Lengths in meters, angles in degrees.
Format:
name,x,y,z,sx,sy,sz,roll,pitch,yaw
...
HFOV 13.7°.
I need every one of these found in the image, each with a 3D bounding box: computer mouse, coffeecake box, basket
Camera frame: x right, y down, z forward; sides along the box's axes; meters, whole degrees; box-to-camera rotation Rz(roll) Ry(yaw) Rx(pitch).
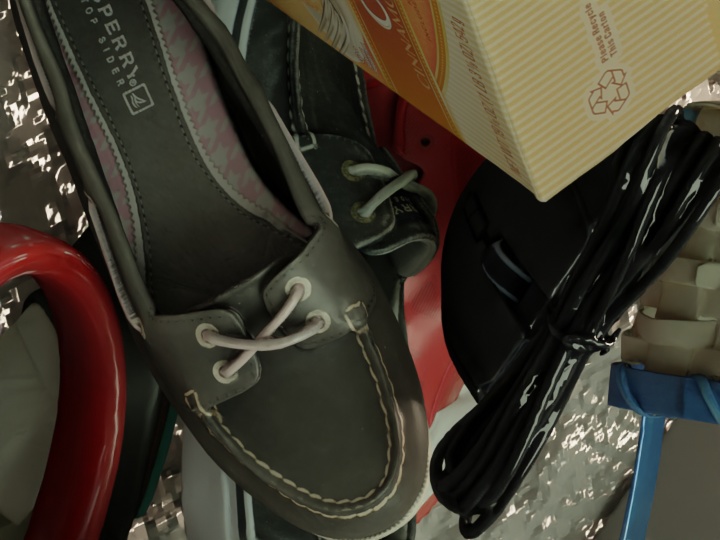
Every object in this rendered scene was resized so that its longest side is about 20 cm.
name,x,y,z,sx,sy,sz,roll,pitch,yaw
computer mouse,0.060,-0.024,0.815,0.046,0.200,0.141,32,112,-3
coffeecake box,-0.006,-0.132,0.743,0.073,0.200,0.154,-36,132,-14
basket,0.167,0.048,0.940,0.139,0.176,0.201,6,93,-59

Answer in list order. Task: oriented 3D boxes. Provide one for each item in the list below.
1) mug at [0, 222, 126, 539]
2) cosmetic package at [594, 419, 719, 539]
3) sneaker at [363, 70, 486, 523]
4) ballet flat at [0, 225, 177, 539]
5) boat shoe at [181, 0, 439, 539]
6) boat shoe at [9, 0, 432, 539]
name,x,y,z,sx,sy,sz,roll,pitch,yaw
mug,-0.138,0.088,0.786,0.177,0.134,0.201,-13,116,-6
cosmetic package,0.153,0.105,1.071,0.085,0.108,0.200,26,100,-45
sneaker,0.000,0.000,0.927,0.200,0.078,0.116,-49,127,-20
ballet flat,-0.095,0.070,0.890,0.068,0.068,0.201,-3,117,-27
boat shoe,-0.009,-0.007,0.854,0.072,0.071,0.201,5,82,-62
boat shoe,-0.045,-0.018,0.795,0.067,0.201,0.057,-28,168,6
